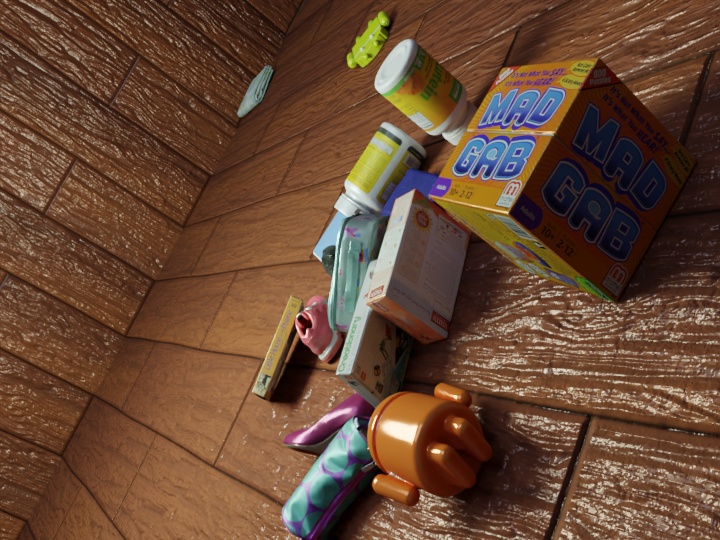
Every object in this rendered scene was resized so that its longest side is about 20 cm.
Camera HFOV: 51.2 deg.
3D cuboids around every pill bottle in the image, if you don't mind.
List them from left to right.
[{"bbox_3d":[0.038,-0.187,1.533,0.202,0.113,0.114,-56,24,3],"label":"pill bottle"},{"bbox_3d":[0.132,-0.328,1.415,0.111,0.198,0.113,-41,29,29],"label":"pill bottle"}]

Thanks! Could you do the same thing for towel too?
[{"bbox_3d":[-0.449,-0.768,3.226,0.170,0.048,0.204,-26,40,55],"label":"towel"},{"bbox_3d":[0.086,-0.090,1.417,0.203,0.049,0.147,-59,31,-2],"label":"towel"}]

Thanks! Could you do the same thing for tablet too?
[{"bbox_3d":[-0.036,-0.107,1.704,0.203,0.013,0.130,-58,24,3],"label":"tablet"}]

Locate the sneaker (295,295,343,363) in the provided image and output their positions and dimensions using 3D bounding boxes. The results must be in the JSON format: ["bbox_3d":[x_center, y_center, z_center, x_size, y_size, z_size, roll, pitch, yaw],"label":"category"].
[{"bbox_3d":[-0.090,0.095,1.480,0.074,0.086,0.201,-49,25,13],"label":"sneaker"}]

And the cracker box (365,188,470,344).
[{"bbox_3d":[0.094,-0.006,1.189,0.057,0.133,0.204,-23,41,48],"label":"cracker box"}]

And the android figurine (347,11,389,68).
[{"bbox_3d":[0.025,-0.677,2.222,0.182,0.041,0.202,-47,25,24],"label":"android figurine"}]

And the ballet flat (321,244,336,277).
[{"bbox_3d":[-0.029,0.006,1.535,0.065,0.058,0.200,-29,30,-5],"label":"ballet flat"}]

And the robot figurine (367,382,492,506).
[{"bbox_3d":[0.081,0.221,0.971,0.199,0.114,0.148,-3,82,61],"label":"robot figurine"}]

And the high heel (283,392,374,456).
[{"bbox_3d":[-0.052,0.253,1.245,0.196,0.067,0.099,-12,59,39],"label":"high heel"}]

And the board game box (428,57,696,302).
[{"bbox_3d":[0.247,-0.115,0.947,0.203,0.198,0.199,-58,25,-3],"label":"board game box"}]

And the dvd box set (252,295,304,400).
[{"bbox_3d":[-0.164,0.161,1.522,0.147,0.029,0.205,100,-169,-78],"label":"dvd box set"}]

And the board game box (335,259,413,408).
[{"bbox_3d":[0.035,0.102,1.183,0.034,0.126,0.204,-7,52,37],"label":"board game box"}]

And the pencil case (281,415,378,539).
[{"bbox_3d":[-0.032,0.312,1.118,0.202,0.084,0.093,-53,24,11],"label":"pencil case"}]

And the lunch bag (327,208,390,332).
[{"bbox_3d":[0.000,0.000,1.279,0.160,0.075,0.206,-25,-58,-69],"label":"lunch bag"}]
